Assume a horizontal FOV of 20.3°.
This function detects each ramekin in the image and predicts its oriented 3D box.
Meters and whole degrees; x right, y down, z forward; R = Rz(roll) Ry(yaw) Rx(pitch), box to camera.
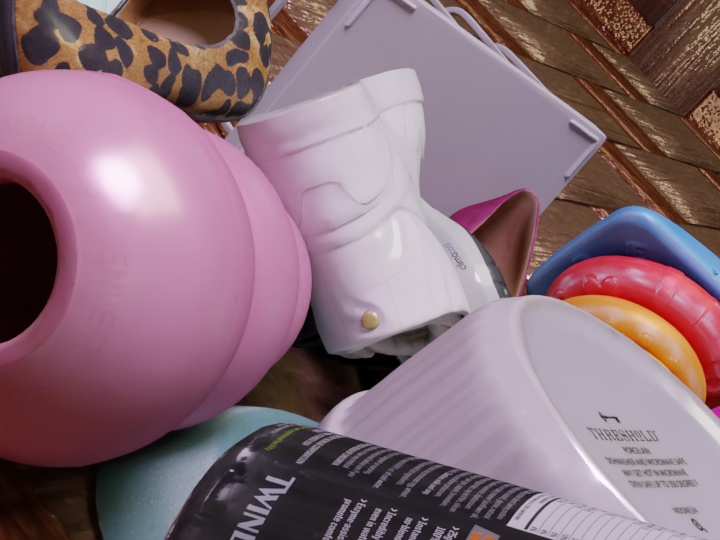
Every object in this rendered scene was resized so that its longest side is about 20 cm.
[{"bbox_3d":[0.082,0.097,0.715,0.202,0.094,0.203,38,20,-16],"label":"ramekin"}]

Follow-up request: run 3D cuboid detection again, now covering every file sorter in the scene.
[{"bbox_3d":[0.006,-0.093,1.105,0.200,0.139,0.125,29,18,-42],"label":"file sorter"}]

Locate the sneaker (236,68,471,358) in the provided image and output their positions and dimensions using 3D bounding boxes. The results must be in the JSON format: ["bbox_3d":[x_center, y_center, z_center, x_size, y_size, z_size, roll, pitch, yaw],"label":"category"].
[{"bbox_3d":[0.002,-0.020,0.838,0.200,0.073,0.116,-46,116,-77],"label":"sneaker"}]

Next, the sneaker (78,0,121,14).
[{"bbox_3d":[-0.117,-0.122,0.978,0.118,0.074,0.201,35,27,-9],"label":"sneaker"}]

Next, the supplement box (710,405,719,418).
[{"bbox_3d":[0.194,0.128,0.959,0.101,0.104,0.200,35,25,26],"label":"supplement box"}]

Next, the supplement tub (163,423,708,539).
[{"bbox_3d":[0.047,0.122,0.529,0.199,0.123,0.122,15,6,20],"label":"supplement tub"}]

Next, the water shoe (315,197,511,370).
[{"bbox_3d":[0.000,0.000,0.957,0.072,0.079,0.200,68,-14,-20],"label":"water shoe"}]

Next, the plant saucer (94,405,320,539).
[{"bbox_3d":[-0.003,0.114,0.709,0.200,0.036,0.200,37,20,-16],"label":"plant saucer"}]

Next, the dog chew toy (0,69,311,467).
[{"bbox_3d":[-0.078,0.002,0.678,0.125,0.125,0.200,48,12,16],"label":"dog chew toy"}]

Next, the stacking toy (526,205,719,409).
[{"bbox_3d":[0.113,0.078,0.973,0.116,0.110,0.200,41,48,-8],"label":"stacking toy"}]

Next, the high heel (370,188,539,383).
[{"bbox_3d":[0.055,0.017,1.014,0.067,0.096,0.200,39,16,-16],"label":"high heel"}]

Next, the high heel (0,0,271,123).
[{"bbox_3d":[-0.089,-0.114,0.817,0.143,0.071,0.201,72,28,-47],"label":"high heel"}]

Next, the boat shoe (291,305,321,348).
[{"bbox_3d":[-0.038,0.006,0.869,0.066,0.070,0.200,51,16,-3],"label":"boat shoe"}]
